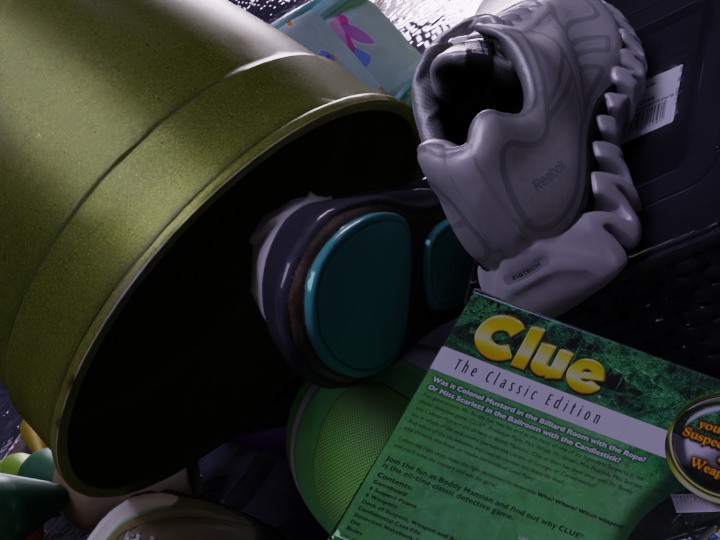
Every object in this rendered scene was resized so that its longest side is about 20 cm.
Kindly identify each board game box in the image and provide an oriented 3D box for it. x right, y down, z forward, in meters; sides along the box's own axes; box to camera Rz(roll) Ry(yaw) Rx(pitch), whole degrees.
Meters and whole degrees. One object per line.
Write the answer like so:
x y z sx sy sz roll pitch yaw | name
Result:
0.100 0.081 0.632 0.199 0.024 0.105 21 61 22 | board game box

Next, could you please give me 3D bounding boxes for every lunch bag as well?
-0.065 -0.045 1.036 0.200 0.077 0.160 -38 -5 -21 | lunch bag

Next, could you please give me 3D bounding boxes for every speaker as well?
0.042 0.085 0.757 0.088 0.089 0.200 -46 26 -9 | speaker

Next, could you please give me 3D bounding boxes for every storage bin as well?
0.132 -0.035 0.808 0.134 0.094 0.201 -23 31 33 | storage bin

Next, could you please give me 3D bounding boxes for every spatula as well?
-0.061 0.102 0.918 0.199 0.056 0.021 -33 50 38 | spatula

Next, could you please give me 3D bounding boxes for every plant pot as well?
-0.110 -0.046 0.859 0.193 0.201 0.200 41 81 20 | plant pot

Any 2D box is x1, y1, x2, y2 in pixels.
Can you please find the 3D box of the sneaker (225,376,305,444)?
-0.015 -0.006 0.992 0.199 0.070 0.082 -36 25 8 | sneaker

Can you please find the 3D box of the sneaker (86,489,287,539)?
-0.104 0.162 0.878 0.199 0.077 0.089 -31 40 33 | sneaker

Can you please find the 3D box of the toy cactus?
-0.158 0.099 0.989 0.163 0.103 0.200 -10 -10 6 | toy cactus

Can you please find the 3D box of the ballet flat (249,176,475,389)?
0.000 0.000 0.789 0.073 0.074 0.200 -26 -2 30 | ballet flat

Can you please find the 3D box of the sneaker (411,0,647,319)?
0.058 -0.067 0.765 0.075 0.081 0.201 -33 26 22 | sneaker
